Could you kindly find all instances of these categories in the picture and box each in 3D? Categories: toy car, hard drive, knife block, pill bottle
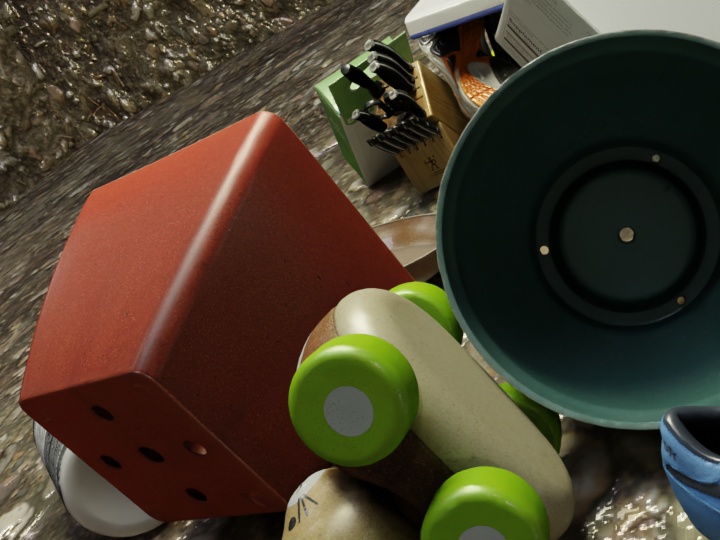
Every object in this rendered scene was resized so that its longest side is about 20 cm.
[{"bbox_3d":[-0.007,0.124,0.508,0.200,0.158,0.164,-45,-3,17],"label":"toy car"},{"bbox_3d":[0.152,-0.286,0.972,0.200,0.025,0.132,-14,23,22],"label":"hard drive"},{"bbox_3d":[0.055,-0.182,1.043,0.064,0.176,0.200,-22,23,26],"label":"knife block"},{"bbox_3d":[-0.213,0.138,0.816,0.106,0.106,0.200,-39,21,-16],"label":"pill bottle"}]

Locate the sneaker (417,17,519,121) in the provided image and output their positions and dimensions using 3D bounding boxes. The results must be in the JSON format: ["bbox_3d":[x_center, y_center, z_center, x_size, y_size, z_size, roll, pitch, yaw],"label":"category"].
[{"bbox_3d":[0.118,-0.206,1.045,0.076,0.092,0.200,-22,50,2],"label":"sneaker"}]

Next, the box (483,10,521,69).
[{"bbox_3d":[0.205,-0.227,0.984,0.106,0.122,0.200,-23,21,0],"label":"box"}]

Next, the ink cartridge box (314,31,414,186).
[{"bbox_3d":[0.014,-0.192,1.111,0.104,0.200,0.059,-34,60,-4],"label":"ink cartridge box"}]

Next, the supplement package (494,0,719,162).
[{"bbox_3d":[0.224,-0.166,0.689,0.156,0.200,0.111,-38,-14,-12],"label":"supplement package"}]

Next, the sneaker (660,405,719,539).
[{"bbox_3d":[0.213,0.072,0.377,0.200,0.079,0.066,-14,26,39],"label":"sneaker"}]

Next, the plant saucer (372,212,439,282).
[{"bbox_3d":[0.000,0.000,0.872,0.200,0.032,0.200,-20,13,5],"label":"plant saucer"}]

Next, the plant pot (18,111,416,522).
[{"bbox_3d":[-0.097,0.051,0.642,0.200,0.200,0.176,-17,36,39],"label":"plant pot"}]

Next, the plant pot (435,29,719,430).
[{"bbox_3d":[0.152,-0.021,0.553,0.200,0.200,0.134,-28,-6,13],"label":"plant pot"}]

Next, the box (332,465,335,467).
[{"bbox_3d":[-0.043,0.098,0.756,0.144,0.036,0.200,-43,21,-24],"label":"box"}]

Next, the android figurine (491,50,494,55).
[{"bbox_3d":[0.218,-0.271,1.199,0.182,0.041,0.200,-21,23,29],"label":"android figurine"}]
